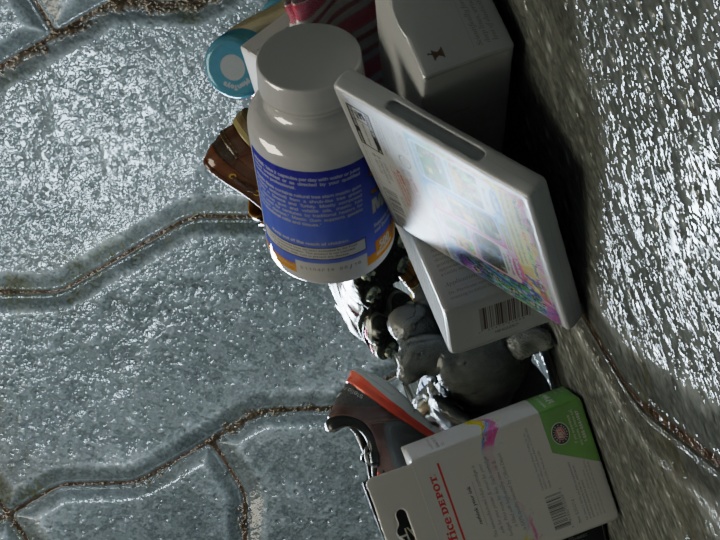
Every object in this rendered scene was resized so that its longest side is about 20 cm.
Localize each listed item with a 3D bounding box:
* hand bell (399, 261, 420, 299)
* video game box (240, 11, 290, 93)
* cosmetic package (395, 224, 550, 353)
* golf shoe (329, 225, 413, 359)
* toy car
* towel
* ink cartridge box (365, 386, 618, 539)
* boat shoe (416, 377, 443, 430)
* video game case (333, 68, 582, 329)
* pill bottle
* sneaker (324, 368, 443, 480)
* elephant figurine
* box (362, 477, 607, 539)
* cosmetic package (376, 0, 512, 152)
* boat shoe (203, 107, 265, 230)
[{"bbox_3d":[0.047,0.003,1.518,0.200,0.104,0.104,46,-171,-29],"label":"hand bell"},{"bbox_3d":[-0.005,-0.165,1.353,0.047,0.182,0.200,32,153,34],"label":"video game box"},{"bbox_3d":[0.085,-0.040,1.300,0.074,0.101,0.201,78,173,-55],"label":"cosmetic package"},{"bbox_3d":[0.000,0.000,1.442,0.088,0.077,0.201,33,148,30],"label":"golf shoe"},{"bbox_3d":[-0.022,-0.172,1.475,0.201,0.176,0.184,64,-156,-15],"label":"toy car"},{"bbox_3d":[0.015,-0.187,1.293,0.030,0.146,0.200,37,156,35],"label":"towel"},{"bbox_3d":[0.111,0.192,1.352,0.067,0.199,0.118,-135,25,-82],"label":"ink cartridge box"},{"bbox_3d":[0.118,0.093,1.675,0.200,0.072,0.072,111,144,-43],"label":"boat shoe"},{"bbox_3d":[0.076,-0.050,1.141,0.182,0.024,0.200,33,164,29],"label":"video game case"},{"bbox_3d":[-0.032,-0.094,1.236,0.201,0.112,0.112,85,167,-47],"label":"pill bottle"},{"bbox_3d":[0.046,0.180,1.431,0.200,0.082,0.077,41,166,-7],"label":"sneaker"},{"bbox_3d":[0.109,0.111,1.461,0.155,0.141,0.201,-110,2,-53],"label":"elephant figurine"},{"bbox_3d":[0.118,0.236,1.491,0.160,0.199,0.044,-113,4,-50],"label":"box"},{"bbox_3d":[0.062,-0.153,1.158,0.200,0.074,0.102,87,162,-72],"label":"cosmetic package"},{"bbox_3d":[-0.076,-0.072,1.448,0.200,0.067,0.072,46,-172,-46],"label":"boat shoe"}]
